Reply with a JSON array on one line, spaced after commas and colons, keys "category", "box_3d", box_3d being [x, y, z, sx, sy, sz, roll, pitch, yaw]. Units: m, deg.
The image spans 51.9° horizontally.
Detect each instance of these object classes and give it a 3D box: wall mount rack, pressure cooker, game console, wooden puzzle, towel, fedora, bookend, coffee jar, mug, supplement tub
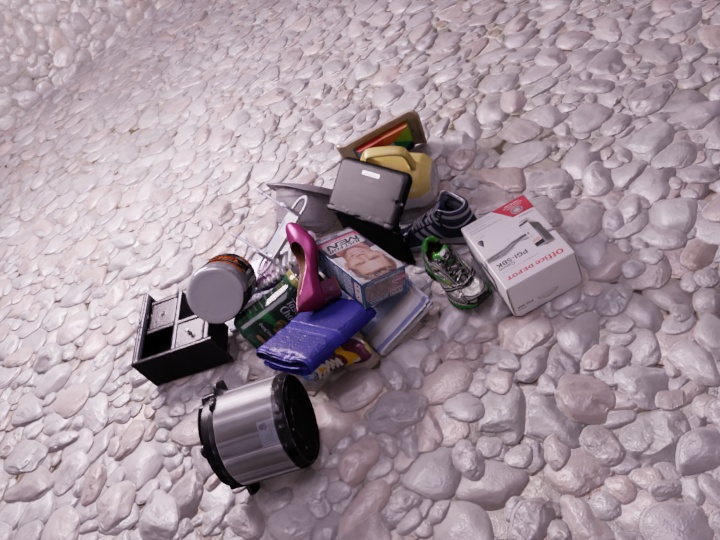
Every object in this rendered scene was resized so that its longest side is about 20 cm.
[{"category": "wall mount rack", "box_3d": [-0.203, -0.098, 1.616, 0.200, 0.074, 0.174, -58, 29, 0]}, {"category": "pressure cooker", "box_3d": [-0.192, 0.284, 1.310, 0.199, 0.179, 0.176, -20, 47, 11]}, {"category": "game console", "box_3d": [0.039, -0.127, 1.554, 0.200, 0.116, 0.176, 22, 97, 41]}, {"category": "wooden puzzle", "box_3d": [0.055, -0.288, 1.721, 0.199, 0.185, 0.037, -24, 75, 6]}, {"category": "towel", "box_3d": [-0.079, 0.122, 1.378, 0.147, 0.050, 0.200, 9, 36, 41]}, {"category": "towel", "box_3d": [0.041, 0.060, 1.468, 0.147, 0.024, 0.200, -47, 49, 5]}, {"category": "fedora", "box_3d": [-0.128, -0.140, 1.709, 0.199, 0.177, 0.091, 7, 83, 21]}, {"category": "bookend", "box_3d": [-0.381, 0.124, 1.620, 0.199, 0.092, 0.199, -18, 47, 16]}, {"category": "coffee jar", "box_3d": [-0.156, 0.077, 1.520, 0.200, 0.104, 0.085, -43, 29, -2]}, {"category": "mug", "box_3d": [0.084, -0.195, 1.618, 0.153, 0.150, 0.187, -1, 8, 18]}, {"category": "supplement tub", "box_3d": [-0.287, 0.032, 1.560, 0.122, 0.123, 0.200, -27, 9, 5]}]

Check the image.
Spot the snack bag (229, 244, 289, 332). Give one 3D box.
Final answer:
[{"category": "snack bag", "box_3d": [-0.224, 0.039, 1.673, 0.188, 0.021, 0.200, -21, 44, 10]}]

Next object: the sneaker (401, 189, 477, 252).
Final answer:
[{"category": "sneaker", "box_3d": [0.143, -0.102, 1.531, 0.199, 0.109, 0.070, -7, 47, 24]}]

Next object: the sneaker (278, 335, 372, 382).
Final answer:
[{"category": "sneaker", "box_3d": [-0.068, 0.175, 1.422, 0.199, 0.075, 0.090, -7, 45, 36]}]

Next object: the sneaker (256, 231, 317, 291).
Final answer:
[{"category": "sneaker", "box_3d": [-0.143, -0.002, 1.603, 0.200, 0.088, 0.081, -31, 41, 32]}]

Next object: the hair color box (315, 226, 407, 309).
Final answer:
[{"category": "hair color box", "box_3d": [-0.006, -0.010, 1.446, 0.100, 0.061, 0.200, -24, 37, -24]}]

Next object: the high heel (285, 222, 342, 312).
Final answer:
[{"category": "high heel", "box_3d": [-0.122, -0.010, 1.442, 0.096, 0.068, 0.200, -22, 59, -25]}]

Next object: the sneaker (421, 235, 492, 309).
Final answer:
[{"category": "sneaker", "box_3d": [0.176, 0.004, 1.432, 0.078, 0.085, 0.200, -39, 44, -8]}]

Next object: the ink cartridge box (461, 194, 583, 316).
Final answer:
[{"category": "ink cartridge box", "box_3d": [0.301, -0.032, 1.394, 0.146, 0.083, 0.200, -29, 42, 1]}]
